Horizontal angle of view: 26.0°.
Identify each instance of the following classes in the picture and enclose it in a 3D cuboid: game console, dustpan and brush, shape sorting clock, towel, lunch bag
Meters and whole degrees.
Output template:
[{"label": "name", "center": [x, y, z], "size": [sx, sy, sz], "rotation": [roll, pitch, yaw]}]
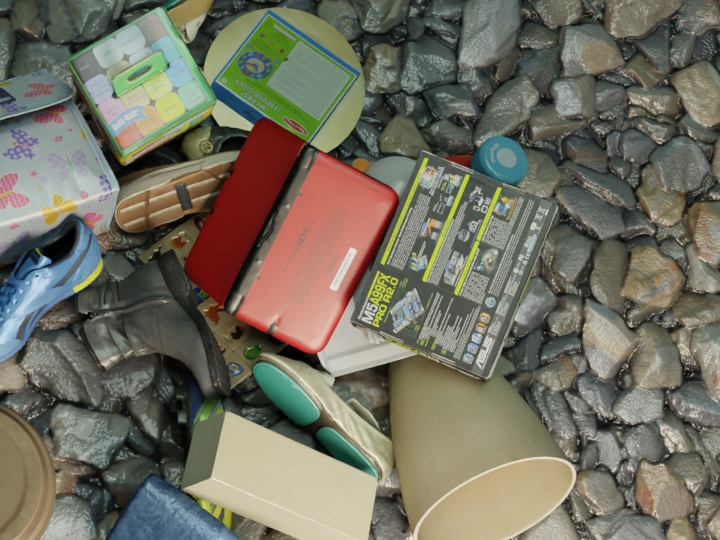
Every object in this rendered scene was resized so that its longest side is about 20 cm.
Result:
[{"label": "game console", "center": [-0.077, -0.039, 1.700], "size": [0.171, 0.119, 0.201], "rotation": [26, 97, -9]}, {"label": "dustpan and brush", "center": [0.000, 0.000, 1.696], "size": [0.139, 0.057, 0.202], "rotation": [-16, 73, 14]}, {"label": "shape sorting clock", "center": [-0.093, -0.224, 1.885], "size": [0.198, 0.039, 0.202], "rotation": [5, 69, -13]}, {"label": "towel", "center": [-0.163, 0.300, 1.578], "size": [0.199, 0.112, 0.049], "rotation": [36, 26, 3]}, {"label": "lunch bag", "center": [-0.382, -0.123, 1.711], "size": [0.169, 0.127, 0.201], "rotation": [-18, 66, -25]}]

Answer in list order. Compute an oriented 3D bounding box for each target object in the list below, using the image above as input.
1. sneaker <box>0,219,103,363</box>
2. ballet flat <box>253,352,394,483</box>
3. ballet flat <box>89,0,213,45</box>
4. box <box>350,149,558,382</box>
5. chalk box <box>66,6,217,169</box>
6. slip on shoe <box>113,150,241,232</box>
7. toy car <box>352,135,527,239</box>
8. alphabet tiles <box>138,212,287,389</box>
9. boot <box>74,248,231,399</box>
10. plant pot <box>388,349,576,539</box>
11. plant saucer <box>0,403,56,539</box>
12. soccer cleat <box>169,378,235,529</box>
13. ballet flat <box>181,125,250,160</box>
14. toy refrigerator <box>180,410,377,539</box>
[{"label": "sneaker", "center": [-0.361, 0.022, 1.657], "size": [0.066, 0.079, 0.200], "rotation": [36, 69, 29]}, {"label": "ballet flat", "center": [-0.037, 0.151, 1.701], "size": [0.200, 0.067, 0.062], "rotation": [48, 49, -13]}, {"label": "ballet flat", "center": [-0.238, -0.286, 1.872], "size": [0.200, 0.068, 0.063], "rotation": [-37, 107, -24]}, {"label": "box", "center": [0.100, -0.005, 1.644], "size": [0.159, 0.044, 0.201], "rotation": [22, 84, 9]}, {"label": "chalk box", "center": [-0.240, -0.201, 1.715], "size": [0.124, 0.200, 0.124], "rotation": [-30, 94, -7]}, {"label": "slip on shoe", "center": [-0.188, -0.098, 1.775], "size": [0.199, 0.076, 0.061], "rotation": [-18, 37, -7]}, {"label": "toy car", "center": [0.063, -0.058, 1.757], "size": [0.198, 0.184, 0.178], "rotation": [11, 63, -17]}, {"label": "alphabet tiles", "center": [-0.148, 0.019, 1.744], "size": [0.167, 0.008, 0.200], "rotation": [-38, 65, -23]}, {"label": "boot", "center": [-0.224, 0.080, 1.671], "size": [0.131, 0.070, 0.201], "rotation": [-25, 52, -5]}, {"label": "plant pot", "center": [0.108, 0.174, 1.691], "size": [0.186, 0.188, 0.201], "rotation": [-11, 54, -20]}, {"label": "plant saucer", "center": [-0.411, 0.219, 1.594], "size": [0.198, 0.030, 0.202], "rotation": [6, 63, -12]}, {"label": "soccer cleat", "center": [-0.151, 0.208, 1.651], "size": [0.083, 0.065, 0.202], "rotation": [-2, 66, -19]}, {"label": "ballet flat", "center": [-0.112, -0.123, 1.816], "size": [0.199, 0.057, 0.067], "rotation": [19, 90, -6]}, {"label": "toy refrigerator", "center": [-0.084, 0.223, 1.624], "size": [0.199, 0.070, 0.076], "rotation": [27, 58, -28]}]
